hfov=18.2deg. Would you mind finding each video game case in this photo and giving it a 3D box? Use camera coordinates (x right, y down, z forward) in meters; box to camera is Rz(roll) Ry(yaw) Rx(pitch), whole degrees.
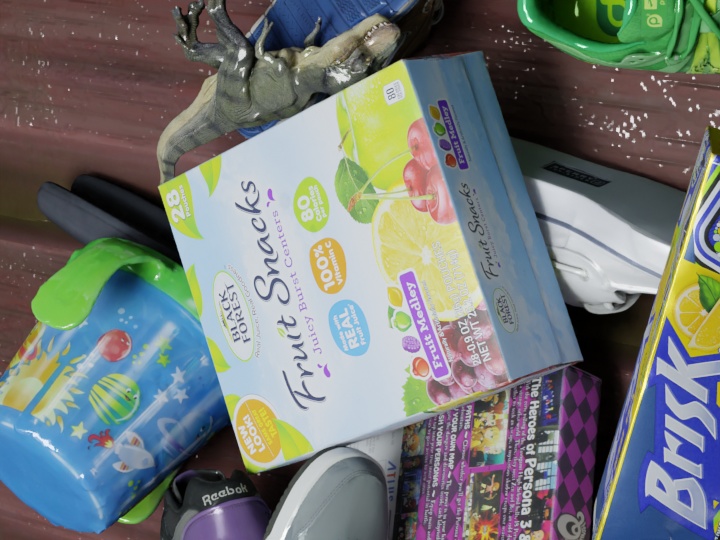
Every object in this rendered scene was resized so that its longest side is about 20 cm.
[{"bbox_3d":[0.042,0.158,1.176,0.181,0.036,0.200,-14,62,44],"label":"video game case"}]

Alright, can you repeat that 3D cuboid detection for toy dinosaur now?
[{"bbox_3d":[-0.067,-0.110,1.198,0.200,0.047,0.088,-25,88,45],"label":"toy dinosaur"}]

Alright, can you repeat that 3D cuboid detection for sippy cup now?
[{"bbox_3d":[-0.144,0.073,1.271,0.140,0.130,0.178,-6,127,52],"label":"sippy cup"}]

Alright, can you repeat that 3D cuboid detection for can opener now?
[{"bbox_3d":[-0.119,-0.011,1.319,0.200,0.063,0.079,28,111,31],"label":"can opener"}]

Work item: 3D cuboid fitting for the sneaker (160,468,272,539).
[{"bbox_3d":[-0.079,0.155,1.264,0.200,0.076,0.088,139,117,-70],"label":"sneaker"}]

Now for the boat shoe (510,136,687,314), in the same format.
[{"bbox_3d":[0.123,-0.012,1.141,0.200,0.074,0.065,27,120,40],"label":"boat shoe"}]

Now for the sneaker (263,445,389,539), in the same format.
[{"bbox_3d":[-0.004,0.193,1.113,0.121,0.084,0.200,12,90,55],"label":"sneaker"}]

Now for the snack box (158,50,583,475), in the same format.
[{"bbox_3d":[0.000,0.000,1.165,0.200,0.068,0.169,-25,81,44],"label":"snack box"}]

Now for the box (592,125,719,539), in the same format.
[{"bbox_3d":[0.162,0.041,1.036,0.064,0.070,0.200,15,105,3],"label":"box"}]

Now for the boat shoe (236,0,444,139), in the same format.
[{"bbox_3d":[0.003,-0.147,1.207,0.200,0.072,0.072,-42,68,38],"label":"boat shoe"}]

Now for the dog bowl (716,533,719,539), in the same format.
[{"bbox_3d":[0.251,0.170,0.990,0.200,0.074,0.200,0,101,1],"label":"dog bowl"}]

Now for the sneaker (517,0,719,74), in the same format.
[{"bbox_3d":[0.164,-0.124,1.082,0.200,0.084,0.074,-1,93,36],"label":"sneaker"}]
